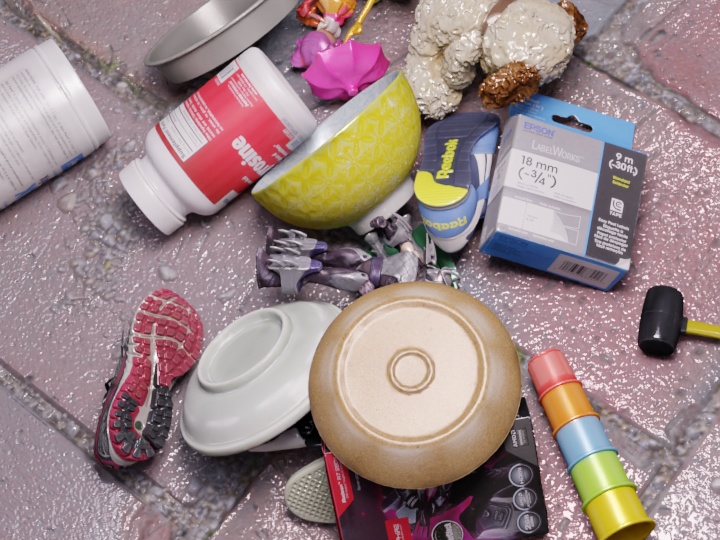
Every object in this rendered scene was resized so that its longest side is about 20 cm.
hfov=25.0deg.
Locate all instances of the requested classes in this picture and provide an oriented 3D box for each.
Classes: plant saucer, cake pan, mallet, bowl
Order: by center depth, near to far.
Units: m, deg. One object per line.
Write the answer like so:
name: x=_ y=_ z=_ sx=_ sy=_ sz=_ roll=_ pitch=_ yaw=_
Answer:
plant saucer: x=0.048 y=0.097 z=1.481 sx=0.198 sy=0.035 sz=0.202 roll=-2 pitch=67 yaw=6
plant saucer: x=-0.103 y=0.090 z=1.579 sx=0.199 sy=0.050 sz=0.201 roll=-26 pitch=30 yaw=16
mallet: x=0.373 y=0.055 z=1.596 sx=0.198 sy=0.041 sz=0.066 roll=4 pitch=62 yaw=5
bowl: x=-0.004 y=-0.102 z=1.669 sx=0.200 sy=0.200 sz=0.108 roll=-42 pitch=99 yaw=-13
cake pan: x=-0.146 y=-0.269 z=1.771 sx=0.199 sy=0.037 sz=0.201 roll=-30 pitch=20 yaw=12

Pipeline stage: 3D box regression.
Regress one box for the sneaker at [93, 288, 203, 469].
sneaker: x=-0.222 y=0.106 z=1.638 sx=0.080 sy=0.074 sz=0.201 roll=34 pitch=53 yaw=-21

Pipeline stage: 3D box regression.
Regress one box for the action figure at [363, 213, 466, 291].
action figure: x=0.075 y=0.039 z=1.638 sx=0.117 sy=0.055 sz=0.201 roll=-28 pitch=67 yaw=-9

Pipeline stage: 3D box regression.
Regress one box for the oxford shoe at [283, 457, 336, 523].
oxford shoe: x=0.020 y=0.188 z=1.570 sx=0.198 sy=0.076 sz=0.058 roll=-23 pitch=23 yaw=5

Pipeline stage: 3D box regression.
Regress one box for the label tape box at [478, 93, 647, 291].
label tape box: x=0.212 y=-0.098 z=1.655 sx=0.143 sy=0.063 sz=0.202 roll=16 pitch=66 yaw=-6

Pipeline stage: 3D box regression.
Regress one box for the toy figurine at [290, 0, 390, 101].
toy figurine: x=-0.021 y=-0.277 z=1.782 sx=0.199 sy=0.150 sz=0.185 roll=12 pitch=74 yaw=38

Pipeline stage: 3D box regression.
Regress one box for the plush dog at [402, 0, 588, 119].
plush dog: x=0.146 y=-0.251 z=1.692 sx=0.171 sy=0.161 sz=0.200 roll=25 pitch=58 yaw=29

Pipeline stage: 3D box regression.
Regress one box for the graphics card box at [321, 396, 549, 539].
graphics card box: x=0.070 y=0.199 z=1.518 sx=0.198 sy=0.127 sz=0.051 roll=-10 pitch=18 yaw=2

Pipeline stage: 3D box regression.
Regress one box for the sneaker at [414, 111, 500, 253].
sneaker: x=0.102 y=-0.097 z=1.683 sx=0.073 sy=0.083 sz=0.201 roll=-1 pitch=35 yaw=21

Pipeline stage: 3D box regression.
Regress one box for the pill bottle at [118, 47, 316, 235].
pill bottle: x=-0.153 y=-0.132 z=1.712 sx=0.200 sy=0.112 sz=0.113 roll=-39 pitch=63 yaw=5

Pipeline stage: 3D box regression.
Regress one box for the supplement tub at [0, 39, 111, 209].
supplement tub: x=-0.386 y=-0.145 z=1.754 sx=0.199 sy=0.132 sz=0.132 roll=-32 pitch=63 yaw=-8

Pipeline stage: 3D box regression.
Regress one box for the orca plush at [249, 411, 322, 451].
orca plush: x=-0.022 y=0.119 z=1.572 sx=0.198 sy=0.072 sz=0.105 roll=-7 pitch=25 yaw=10

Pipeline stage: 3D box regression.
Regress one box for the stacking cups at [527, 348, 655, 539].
stacking cups: x=0.211 y=0.170 z=1.551 sx=0.060 sy=0.061 sz=0.201 roll=-23 pitch=58 yaw=-4

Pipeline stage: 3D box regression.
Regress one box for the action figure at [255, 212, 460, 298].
action figure: x=0.000 y=0.000 z=1.592 sx=0.198 sy=0.070 sz=0.131 roll=6 pitch=39 yaw=6
